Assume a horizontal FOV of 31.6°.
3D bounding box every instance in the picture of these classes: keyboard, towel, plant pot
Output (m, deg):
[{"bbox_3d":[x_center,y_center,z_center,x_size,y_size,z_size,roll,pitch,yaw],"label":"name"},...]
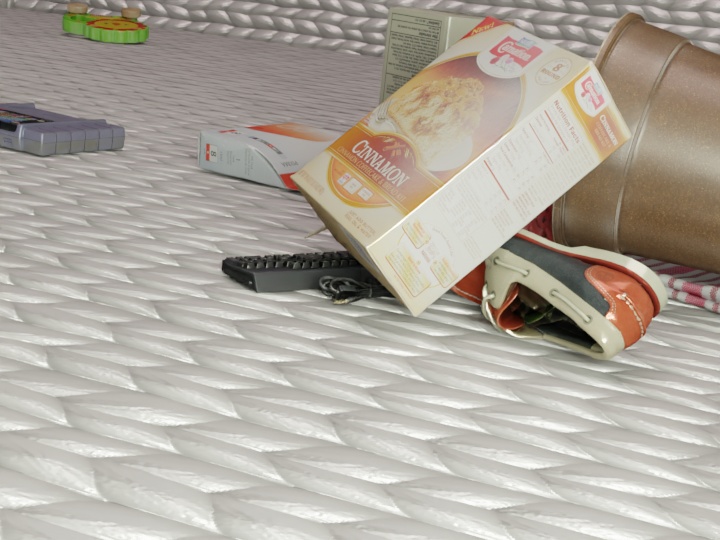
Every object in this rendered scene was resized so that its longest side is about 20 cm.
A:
[{"bbox_3d":[0.000,0.000,0.987,0.199,0.021,0.127,-4,17,-32],"label":"keyboard"},{"bbox_3d":[0.303,0.003,1.075,0.146,0.030,0.199,-9,21,-43],"label":"towel"},{"bbox_3d":[0.280,-0.082,1.009,0.197,0.202,0.200,20,18,21],"label":"plant pot"}]

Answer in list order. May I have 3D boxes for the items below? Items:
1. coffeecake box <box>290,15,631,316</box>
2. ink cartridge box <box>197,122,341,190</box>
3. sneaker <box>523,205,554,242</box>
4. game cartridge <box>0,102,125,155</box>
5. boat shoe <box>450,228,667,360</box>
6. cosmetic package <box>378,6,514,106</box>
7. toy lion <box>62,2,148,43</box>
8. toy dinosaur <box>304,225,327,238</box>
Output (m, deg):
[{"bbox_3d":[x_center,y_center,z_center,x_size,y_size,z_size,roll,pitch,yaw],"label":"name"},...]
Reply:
[{"bbox_3d":[0.068,-0.082,0.923,0.200,0.073,0.154,-39,32,-4],"label":"coffeecake box"},{"bbox_3d":[-0.055,-0.124,1.396,0.199,0.051,0.162,12,15,35],"label":"ink cartridge box"},{"bbox_3d":[0.109,-0.059,1.144,0.198,0.080,0.096,4,12,-6],"label":"sneaker"},{"bbox_3d":[-0.387,-0.168,1.476,0.199,0.039,0.129,15,13,34],"label":"game cartridge"},{"bbox_3d":[0.119,0.017,0.881,0.063,0.071,0.199,-46,32,-21],"label":"boat shoe"},{"bbox_3d":[0.077,-0.148,1.234,0.087,0.202,0.103,-3,18,-35],"label":"cosmetic package"},{"bbox_3d":[-0.574,-0.547,2.863,0.198,0.069,0.192,5,22,-3],"label":"toy lion"},{"bbox_3d":[0.049,-0.045,1.043,0.101,0.059,0.199,-7,12,-42],"label":"toy dinosaur"}]
